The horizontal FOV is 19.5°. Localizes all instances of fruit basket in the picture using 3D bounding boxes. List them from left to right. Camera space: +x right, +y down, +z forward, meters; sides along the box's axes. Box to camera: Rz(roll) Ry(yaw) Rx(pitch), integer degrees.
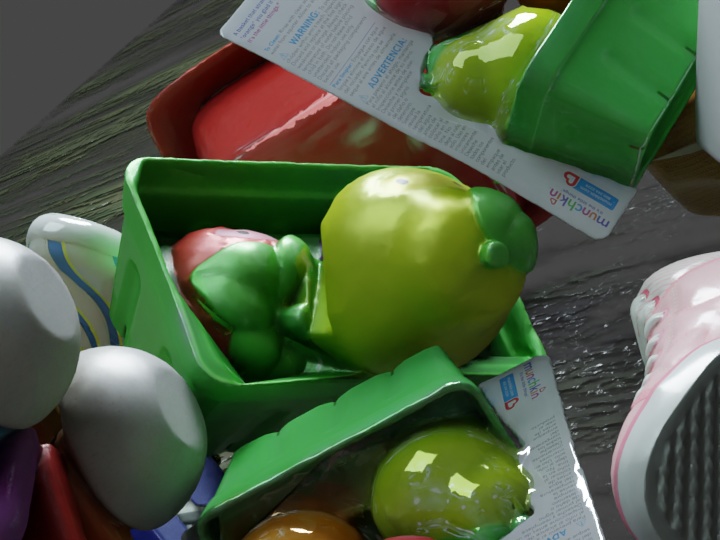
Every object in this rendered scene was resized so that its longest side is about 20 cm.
[{"bbox_3d":[0.000,0.000,0.987,0.215,0.215,0.156,-33,58,14],"label":"fruit basket"},{"bbox_3d":[0.013,0.130,0.843,0.184,0.094,0.201,-28,34,9],"label":"fruit basket"},{"bbox_3d":[0.065,-0.122,0.970,0.186,0.199,0.094,-56,-18,-29],"label":"fruit basket"}]

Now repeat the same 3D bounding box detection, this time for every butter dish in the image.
[{"bbox_3d":[0.003,-0.044,1.171,0.199,0.200,0.148,-30,24,13],"label":"butter dish"}]

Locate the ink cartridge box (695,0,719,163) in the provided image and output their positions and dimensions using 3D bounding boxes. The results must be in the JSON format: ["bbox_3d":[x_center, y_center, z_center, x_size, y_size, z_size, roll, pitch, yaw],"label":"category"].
[{"bbox_3d":[0.225,-0.070,0.831,0.143,0.085,0.200,-1,15,-5],"label":"ink cartridge box"}]

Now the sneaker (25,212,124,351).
[{"bbox_3d":[-0.141,0.059,1.085,0.075,0.201,0.106,9,60,12],"label":"sneaker"}]

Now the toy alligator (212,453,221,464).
[{"bbox_3d":[-0.108,0.110,1.213,0.054,0.060,0.200,6,-28,-38],"label":"toy alligator"}]

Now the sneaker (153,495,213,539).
[{"bbox_3d":[-0.116,0.186,1.030,0.198,0.075,0.116,-15,49,21],"label":"sneaker"}]

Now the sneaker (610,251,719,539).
[{"bbox_3d":[0.137,0.048,0.814,0.104,0.076,0.200,-12,21,48],"label":"sneaker"}]

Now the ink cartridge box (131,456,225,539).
[{"bbox_3d":[-0.138,0.161,0.981,0.200,0.041,0.199,-43,44,-5],"label":"ink cartridge box"}]

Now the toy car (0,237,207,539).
[{"bbox_3d":[-0.170,0.097,0.879,0.174,0.200,0.151,-27,43,20],"label":"toy car"}]

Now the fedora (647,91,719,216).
[{"bbox_3d":[0.199,-0.085,1.051,0.200,0.082,0.201,-32,16,10],"label":"fedora"}]
